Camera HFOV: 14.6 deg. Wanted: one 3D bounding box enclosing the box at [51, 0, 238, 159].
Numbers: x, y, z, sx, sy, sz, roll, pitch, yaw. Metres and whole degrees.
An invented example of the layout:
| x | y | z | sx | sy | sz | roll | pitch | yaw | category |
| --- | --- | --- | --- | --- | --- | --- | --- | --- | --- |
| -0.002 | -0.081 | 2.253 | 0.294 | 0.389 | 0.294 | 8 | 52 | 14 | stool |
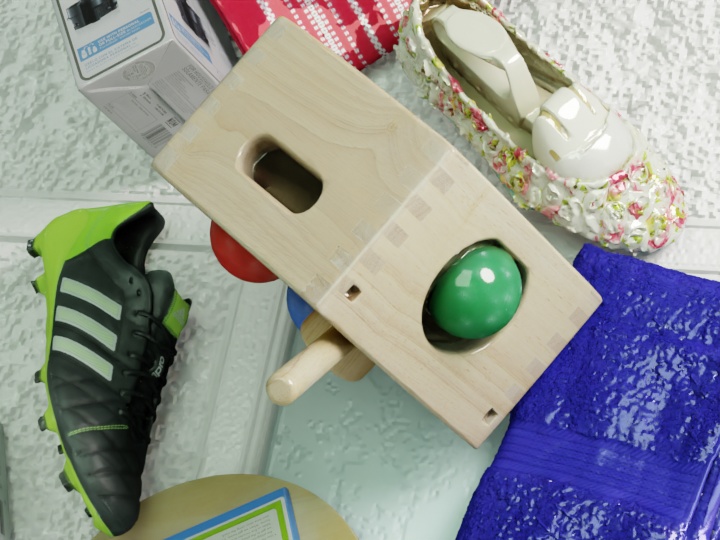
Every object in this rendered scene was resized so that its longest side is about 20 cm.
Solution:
| x | y | z | sx | sy | sz | roll | pitch | yaw | category |
| --- | --- | --- | --- | --- | --- | --- | --- | --- | --- |
| -0.130 | -0.167 | 1.566 | 0.060 | 0.117 | 0.201 | -27 | 58 | 12 | box |

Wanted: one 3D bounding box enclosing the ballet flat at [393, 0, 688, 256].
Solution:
| x | y | z | sx | sy | sz | roll | pitch | yaw | category |
| --- | --- | --- | --- | --- | --- | --- | --- | --- | --- |
| 0.088 | -0.083 | 1.460 | 0.076 | 0.064 | 0.200 | -41 | 62 | -18 | ballet flat |

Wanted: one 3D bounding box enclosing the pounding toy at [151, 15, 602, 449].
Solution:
| x | y | z | sx | sy | sz | roll | pitch | yaw | category |
| --- | --- | --- | --- | --- | --- | --- | --- | --- | --- |
| 0.000 | 0.000 | 1.371 | 0.142 | 0.184 | 0.200 | -49 | 46 | -1 | pounding toy |

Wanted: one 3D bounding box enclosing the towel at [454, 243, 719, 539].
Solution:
| x | y | z | sx | sy | sz | roll | pitch | yaw | category |
| --- | --- | --- | --- | --- | --- | --- | --- | --- | --- |
| 0.133 | 0.090 | 1.378 | 0.147 | 0.050 | 0.201 | 16 | 72 | 26 | towel |

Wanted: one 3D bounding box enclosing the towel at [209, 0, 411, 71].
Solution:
| x | y | z | sx | sy | sz | roll | pitch | yaw | category |
| --- | --- | --- | --- | --- | --- | --- | --- | --- | --- |
| 0.001 | -0.193 | 1.532 | 0.199 | 0.022 | 0.145 | -31 | 90 | 15 | towel |

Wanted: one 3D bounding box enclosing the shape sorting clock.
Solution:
| x | y | z | sx | sy | sz | roll | pitch | yaw | category |
| --- | --- | --- | --- | --- | --- | --- | --- | --- | --- |
| -0.081 | 0.194 | 1.416 | 0.199 | 0.039 | 0.201 | -15 | 49 | 18 | shape sorting clock |

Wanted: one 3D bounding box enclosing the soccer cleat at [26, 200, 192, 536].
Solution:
| x | y | z | sx | sy | sz | roll | pitch | yaw | category |
| --- | --- | --- | --- | --- | --- | --- | --- | --- | --- |
| -0.129 | 0.045 | 1.490 | 0.081 | 0.068 | 0.201 | -18 | 55 | 10 | soccer cleat |

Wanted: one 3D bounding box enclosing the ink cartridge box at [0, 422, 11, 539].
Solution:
| x | y | z | sx | sy | sz | roll | pitch | yaw | category |
| --- | --- | --- | --- | --- | --- | --- | --- | --- | --- |
| -0.244 | 0.152 | 1.438 | 0.082 | 0.146 | 0.201 | -16 | 60 | 15 | ink cartridge box |
